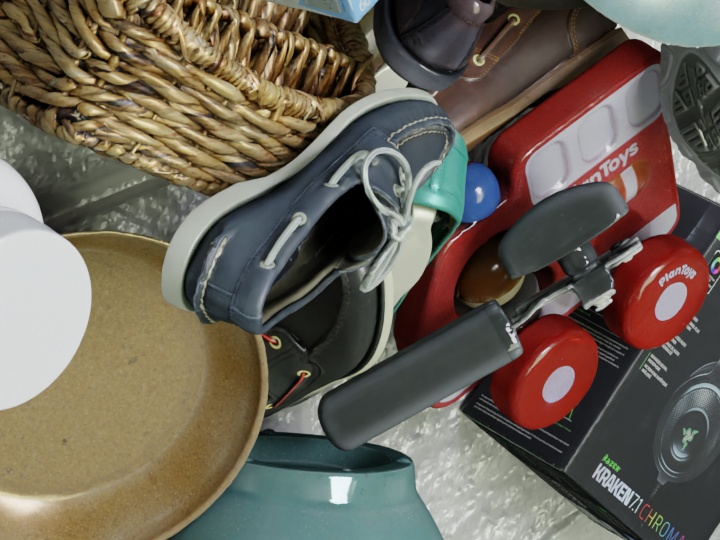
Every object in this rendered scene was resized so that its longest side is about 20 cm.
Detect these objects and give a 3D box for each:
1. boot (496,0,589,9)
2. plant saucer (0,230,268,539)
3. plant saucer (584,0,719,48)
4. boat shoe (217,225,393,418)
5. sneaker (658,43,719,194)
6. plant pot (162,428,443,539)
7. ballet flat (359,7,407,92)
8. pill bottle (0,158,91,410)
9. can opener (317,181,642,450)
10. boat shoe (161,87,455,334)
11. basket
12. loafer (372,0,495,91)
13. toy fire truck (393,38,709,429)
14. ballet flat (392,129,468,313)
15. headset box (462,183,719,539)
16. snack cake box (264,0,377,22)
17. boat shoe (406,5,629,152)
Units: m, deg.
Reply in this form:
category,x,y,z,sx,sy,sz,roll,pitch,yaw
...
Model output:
category,x,y,z,sx,sy,sz,roll,pitch,yaw
boot,0.138,-0.201,1.646,0.199,0.075,0.074,-24,122,-20
plant saucer,-0.146,0.060,1.493,0.199,0.035,0.201,-9,122,-14
plant saucer,0.164,-0.216,1.534,0.200,0.039,0.202,10,69,-27
boat shoe,-0.041,0.031,1.529,0.063,0.074,0.201,-16,166,-29
sneaker,0.207,-0.134,1.597,0.099,0.078,0.201,-21,97,-29
plant pot,-0.035,0.160,1.592,0.200,0.200,0.135,0,98,-44
ballet flat,0.018,-0.136,1.567,0.076,0.064,0.201,30,89,-47
pill bottle,-0.209,-0.015,1.307,0.111,0.200,0.112,-22,126,-34
can opener,0.061,0.026,1.577,0.199,0.067,0.053,-34,180,3
boat shoe,-0.010,-0.027,1.393,0.200,0.062,0.075,-30,140,-48
basket,-0.076,-0.119,1.424,0.200,0.142,0.150,21,97,-48
loafer,0.049,-0.180,1.489,0.072,0.201,0.063,23,138,-24
toy fire truck,0.097,-0.021,1.651,0.200,0.112,0.168,-35,139,-18
ballet flat,0.000,0.000,1.561,0.067,0.071,0.200,15,139,-15
headset box,0.185,0.055,1.813,0.201,0.093,0.174,-56,139,-7
snack cake box,0.016,-0.226,1.404,0.200,0.067,0.115,-49,138,-30
boat shoe,0.059,-0.104,1.631,0.200,0.070,0.071,-35,92,-31
